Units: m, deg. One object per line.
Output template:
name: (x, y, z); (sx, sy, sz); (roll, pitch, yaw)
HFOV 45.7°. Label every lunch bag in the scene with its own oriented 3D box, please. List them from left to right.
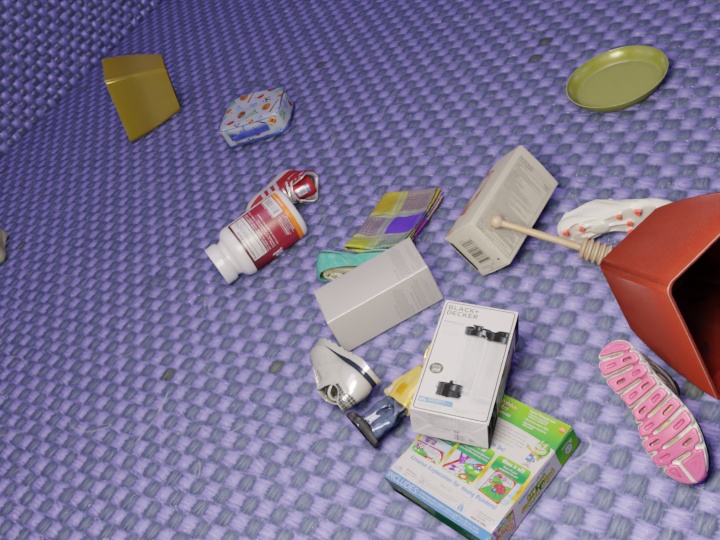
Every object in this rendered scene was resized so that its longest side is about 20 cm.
lunch bag: (-0.272, -0.392, 2.209); (0.198, 0.076, 0.161); (-15, 42, 19)

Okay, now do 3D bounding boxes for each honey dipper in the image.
honey dipper: (0.304, -0.054, 1.372); (0.198, 0.038, 0.038); (20, 53, 11)

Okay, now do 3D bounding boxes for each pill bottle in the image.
pill bottle: (-0.217, -0.066, 1.761); (0.199, 0.114, 0.113); (-37, 37, -8)

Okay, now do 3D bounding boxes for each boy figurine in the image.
boy figurine: (0.076, 0.184, 1.298); (0.200, 0.065, 0.124); (-41, 14, -6)

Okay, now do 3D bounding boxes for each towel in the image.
towel: (0.065, -0.099, 1.654); (0.142, 0.023, 0.200); (0, 37, 34)

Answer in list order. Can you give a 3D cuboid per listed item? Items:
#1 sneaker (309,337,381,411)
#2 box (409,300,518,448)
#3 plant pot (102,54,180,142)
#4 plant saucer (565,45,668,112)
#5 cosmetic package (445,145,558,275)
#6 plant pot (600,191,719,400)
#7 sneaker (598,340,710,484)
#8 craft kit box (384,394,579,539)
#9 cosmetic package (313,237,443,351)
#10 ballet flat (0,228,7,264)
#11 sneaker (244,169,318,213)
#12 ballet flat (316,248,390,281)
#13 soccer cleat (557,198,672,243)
sneaker: (-0.046, 0.169, 1.385); (0.081, 0.076, 0.200); (-50, 22, -12)
box: (0.150, 0.143, 1.217); (0.115, 0.061, 0.201); (10, 49, 19)
plant pot: (-0.648, -0.536, 2.550); (0.174, 0.202, 0.201); (-20, 36, -6)
plant saucer: (0.506, -0.371, 1.678); (0.198, 0.031, 0.201); (-19, 37, 15)
cosmetic package: (0.245, -0.103, 1.473); (0.201, 0.103, 0.087); (-52, 11, -28)
plant pot: (0.449, 0.016, 1.154); (0.199, 0.201, 0.176); (-40, 25, -13)
sneaker: (0.387, 0.179, 1.094); (0.074, 0.087, 0.201); (-45, 53, 23)
craft kit box: (0.164, 0.261, 1.179); (0.198, 0.049, 0.199); (-48, 40, -18)
cosmetic package: (0.030, 0.041, 1.490); (0.198, 0.085, 0.108); (-29, 36, 3)
ballet flat: (-1.026, -0.084, 2.385); (0.069, 0.070, 0.200); (-35, 37, -6)
sneaker: (-0.167, -0.153, 1.861); (0.112, 0.072, 0.201); (2, 46, 41)
ballet flat: (0.000, 0.000, 1.588); (0.198, 0.067, 0.071); (0, 70, 35)
soccer cleat: (0.417, -0.091, 1.390); (0.198, 0.070, 0.078); (-11, 38, 29)
